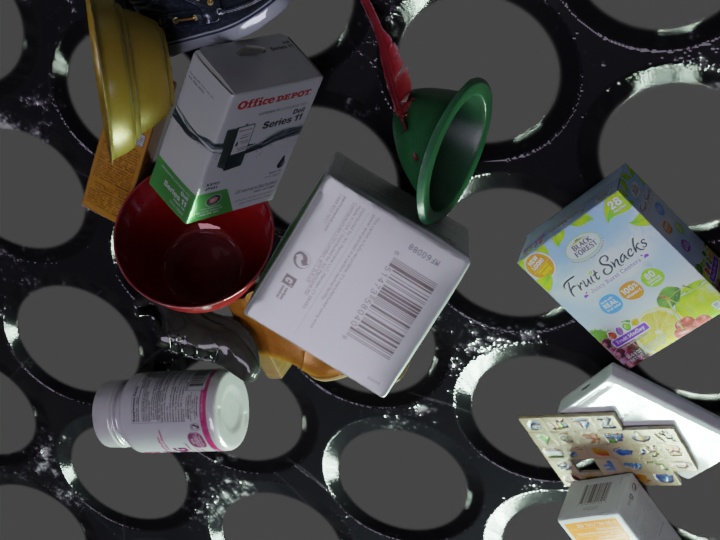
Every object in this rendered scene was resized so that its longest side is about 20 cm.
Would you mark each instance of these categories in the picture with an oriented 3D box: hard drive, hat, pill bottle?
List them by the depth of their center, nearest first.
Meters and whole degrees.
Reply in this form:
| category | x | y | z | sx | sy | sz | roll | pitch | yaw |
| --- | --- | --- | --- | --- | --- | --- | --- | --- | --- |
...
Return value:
| category | x | y | z | sx | sy | sz | roll | pitch | yaw |
| --- | --- | --- | --- | --- | --- | --- | --- | --- | --- |
| hat | 0.042 | -0.175 | 1.681 | 0.175 | 0.201 | 0.166 | 23 | 168 | 21 |
| hard drive | 0.365 | 0.190 | 1.840 | 0.199 | 0.027 | 0.132 | 27 | 145 | -11 |
| pill bottle | -0.266 | 0.197 | 2.053 | 0.198 | 0.114 | 0.114 | -4 | 123 | 23 |

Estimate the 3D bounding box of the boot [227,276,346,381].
| category | x | y | z | sx | sy | sz | roll | pitch | yaw |
| --- | --- | --- | --- | --- | --- | --- | --- | --- | --- |
| boot | -0.078 | 0.070 | 1.922 | 0.200 | 0.071 | 0.145 | -8 | 122 | 29 |

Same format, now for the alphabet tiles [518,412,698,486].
| category | x | y | z | sx | sy | sz | roll | pitch | yaw |
| --- | --- | --- | --- | --- | --- | --- | --- | --- | --- |
| alphabet tiles | 0.324 | 0.231 | 1.887 | 0.199 | 0.008 | 0.167 | -6 | 138 | 32 |

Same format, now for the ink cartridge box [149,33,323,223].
| category | x | y | z | sx | sy | sz | roll | pitch | yaw |
| --- | --- | --- | --- | --- | --- | --- | --- | --- | --- |
| ink cartridge box | -0.146 | -0.167 | 1.720 | 0.083 | 0.146 | 0.201 | 47 | 134 | 25 |

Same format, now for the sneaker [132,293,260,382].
| category | x | y | z | sx | sy | sz | roll | pitch | yaw |
| --- | --- | --- | --- | --- | --- | --- | --- | --- | --- |
| sneaker | -0.219 | 0.087 | 1.943 | 0.200 | 0.091 | 0.076 | 38 | 140 | 15 |

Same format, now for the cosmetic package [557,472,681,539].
| category | x | y | z | sx | sy | sz | roll | pitch | yaw |
| --- | --- | --- | --- | --- | --- | --- | --- | --- | --- |
| cosmetic package | 0.361 | 0.367 | 1.960 | 0.101 | 0.071 | 0.200 | -17 | 121 | 41 |

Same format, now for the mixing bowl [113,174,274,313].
| category | x | y | z | sx | sy | sz | roll | pitch | yaw |
| --- | --- | --- | --- | --- | --- | --- | --- | --- | --- |
| mixing bowl | -0.204 | -0.025 | 1.846 | 0.199 | 0.201 | 0.109 | 16 | 158 | 8 |

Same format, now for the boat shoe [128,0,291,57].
| category | x | y | z | sx | sy | sz | roll | pitch | yaw |
| --- | --- | --- | --- | --- | --- | --- | --- | --- | --- |
| boat shoe | -0.178 | -0.311 | 1.685 | 0.199 | 0.071 | 0.091 | -13 | 123 | 29 |

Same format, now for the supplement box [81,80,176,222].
| category | x | y | z | sx | sy | sz | roll | pitch | yaw |
| --- | --- | --- | --- | --- | --- | --- | --- | --- | --- |
| supplement box | -0.292 | -0.156 | 1.840 | 0.068 | 0.067 | 0.201 | 24 | 128 | 2 |

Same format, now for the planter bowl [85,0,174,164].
| category | x | y | z | sx | sy | sz | roll | pitch | yaw |
| --- | --- | --- | --- | --- | --- | --- | --- | --- | --- |
| planter bowl | -0.258 | -0.226 | 1.671 | 0.083 | 0.201 | 0.202 | -8 | 126 | -10 |

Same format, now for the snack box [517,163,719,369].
| category | x | y | z | sx | sy | sz | roll | pitch | yaw |
| --- | --- | --- | --- | --- | --- | --- | --- | --- | --- |
| snack box | 0.314 | -0.001 | 1.733 | 0.200 | 0.068 | 0.168 | 43 | 128 | -11 |

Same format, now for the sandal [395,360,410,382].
| category | x | y | z | sx | sy | sz | roll | pitch | yaw |
| --- | --- | --- | --- | --- | --- | --- | --- | --- | --- |
| sandal | 0.006 | 0.038 | 1.883 | 0.077 | 0.070 | 0.213 | -23 | 102 | -11 |

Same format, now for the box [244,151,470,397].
| category | x | y | z | sx | sy | sz | roll | pitch | yaw |
| --- | --- | --- | --- | --- | --- | --- | --- | --- | --- |
| box | 0.000 | 0.000 | 1.742 | 0.199 | 0.171 | 0.200 | 31 | 103 | -3 |
